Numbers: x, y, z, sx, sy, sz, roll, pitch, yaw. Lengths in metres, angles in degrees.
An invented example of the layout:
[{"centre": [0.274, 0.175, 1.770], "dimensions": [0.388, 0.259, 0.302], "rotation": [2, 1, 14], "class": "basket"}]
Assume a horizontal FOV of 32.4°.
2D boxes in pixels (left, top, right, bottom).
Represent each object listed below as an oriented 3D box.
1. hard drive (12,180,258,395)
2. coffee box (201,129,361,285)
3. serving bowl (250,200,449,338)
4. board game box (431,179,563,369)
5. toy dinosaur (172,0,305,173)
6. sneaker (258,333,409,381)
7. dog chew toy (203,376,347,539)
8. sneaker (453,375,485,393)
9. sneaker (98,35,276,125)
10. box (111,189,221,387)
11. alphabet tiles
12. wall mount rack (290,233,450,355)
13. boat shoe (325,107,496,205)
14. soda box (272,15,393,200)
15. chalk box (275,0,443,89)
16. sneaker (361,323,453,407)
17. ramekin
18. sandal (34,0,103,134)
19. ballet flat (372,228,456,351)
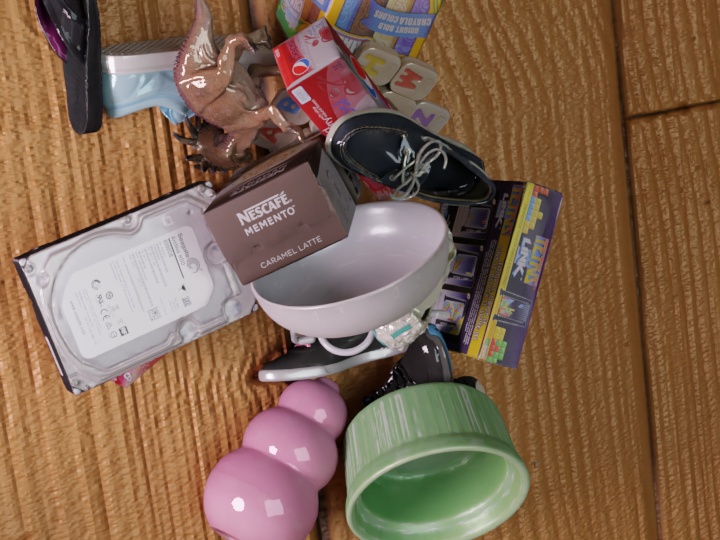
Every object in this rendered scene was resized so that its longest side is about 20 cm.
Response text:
[{"centre": [-0.209, 0.014, 1.177], "dimensions": [0.199, 0.038, 0.140], "rotation": [-25, 104, -24], "class": "hard drive"}, {"centre": [-0.070, -0.068, 1.204], "dimensions": [0.114, 0.200, 0.080], "rotation": [-26, 103, 10], "class": "coffee box"}, {"centre": [-0.004, 0.008, 1.215], "dimensions": [0.200, 0.200, 0.066], "rotation": [-30, 119, -23], "class": "serving bowl"}, {"centre": [0.137, -0.002, 1.401], "dimensions": [0.057, 0.165, 0.201], "rotation": [17, 88, -29], "class": "board game box"}, {"centre": [-0.140, -0.169, 1.213], "dimensions": [0.135, 0.086, 0.200], "rotation": [-20, 124, 15], "class": "toy dinosaur"}, {"centre": [-0.031, 0.061, 1.376], "dimensions": [0.199, 0.071, 0.100], "rotation": [-15, 95, -27], "class": "sneaker"}, {"centre": [-0.082, 0.204, 1.333], "dimensions": [0.124, 0.124, 0.200], "rotation": [40, 69, -26], "class": "dog chew toy"}, {"centre": [0.124, 0.227, 1.485], "dimensions": [0.093, 0.070, 0.201], "rotation": [12, 86, -50], "class": "sneaker"}, {"centre": [-0.175, -0.194, 1.272], "dimensions": [0.199, 0.074, 0.082], "rotation": [-8, 117, -25], "class": "sneaker"}, {"centre": [-0.203, 0.013, 1.255], "dimensions": [0.200, 0.095, 0.100], "rotation": [-41, 112, -19], "class": "box"}, {"centre": [-0.008, -0.151, 1.318], "dimensions": [0.195, 0.015, 0.200], "rotation": [16, 128, -34], "class": "alphabet tiles"}, {"centre": [0.000, 0.000, 1.328], "dimensions": [0.173, 0.075, 0.201], "rotation": [-11, 69, -2], "class": "wall mount rack"}, {"centre": [0.053, -0.104, 1.225], "dimensions": [0.200, 0.062, 0.075], "rotation": [18, 112, -42], "class": "boat shoe"}, {"centre": [-0.007, -0.158, 1.246], "dimensions": [0.063, 0.070, 0.200], "rotation": [-30, 138, 11], "class": "soda box"}, {"centre": [-0.006, -0.274, 1.297], "dimensions": [0.123, 0.125, 0.200], "rotation": [8, 124, -29], "class": "chalk box"}, {"centre": [0.048, 0.146, 1.385], "dimensions": [0.082, 0.073, 0.201], "rotation": [-1, 127, -19], "class": "sneaker"}, {"centre": [0.075, 0.210, 1.342], "dimensions": [0.199, 0.098, 0.200], "rotation": [-8, 138, -7], "class": "ramekin"}, {"centre": [-0.283, -0.232, 1.197], "dimensions": [0.048, 0.075, 0.201], "rotation": [-9, 100, -31], "class": "sandal"}, {"centre": [0.069, 0.001, 1.294], "dimensions": [0.072, 0.072, 0.200], "rotation": [44, 44, -25], "class": "ballet flat"}]
